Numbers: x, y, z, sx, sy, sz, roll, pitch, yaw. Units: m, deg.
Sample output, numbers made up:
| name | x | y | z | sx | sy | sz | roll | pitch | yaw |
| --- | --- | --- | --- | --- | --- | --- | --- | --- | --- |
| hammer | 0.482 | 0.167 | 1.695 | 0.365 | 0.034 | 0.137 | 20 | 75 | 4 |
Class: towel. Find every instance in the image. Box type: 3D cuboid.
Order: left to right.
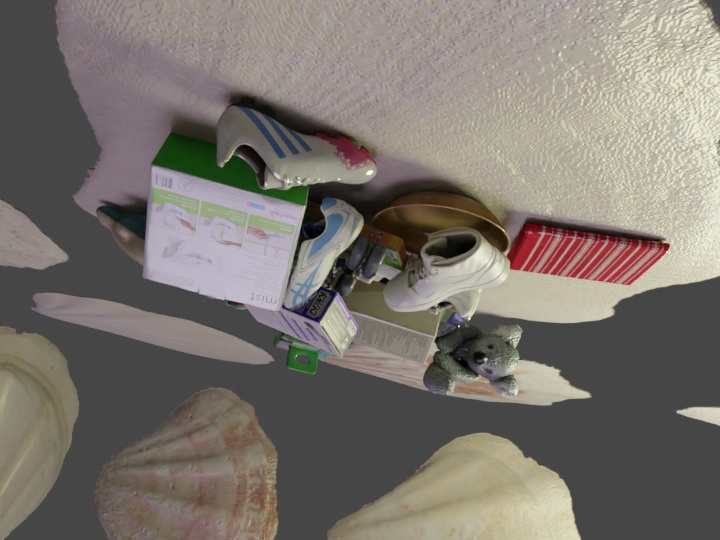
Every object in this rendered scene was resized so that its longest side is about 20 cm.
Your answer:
| name | x | y | z | sx | sy | sz | roll | pitch | yaw |
| --- | --- | --- | --- | --- | --- | --- | --- | --- | --- |
| towel | 0.317 | -0.023 | 0.887 | 0.193 | 0.023 | 0.145 | 8 | 160 | 5 |

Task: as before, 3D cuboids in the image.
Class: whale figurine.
| name | x | y | z | sx | sy | sz | roll | pitch | yaw |
| --- | --- | --- | --- | --- | --- | --- | --- | --- | --- |
| whale figurine | -0.387 | -0.069 | 1.121 | 0.197 | 0.105 | 0.159 | 32 | 171 | 21 |

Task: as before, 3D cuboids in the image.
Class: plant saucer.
| name | x | y | z | sx | sy | sz | roll | pitch | yaw |
| --- | --- | --- | --- | --- | --- | --- | --- | --- | --- |
| plant saucer | 0.114 | -0.064 | 0.865 | 0.194 | 0.037 | 0.201 | 12 | 163 | 3 |

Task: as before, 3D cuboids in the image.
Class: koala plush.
| name | x | y | z | sx | sy | sz | roll | pitch | yaw |
| --- | --- | --- | --- | --- | --- | --- | --- | --- | --- |
| koala plush | 0.262 | 0.187 | 1.360 | 0.195 | 0.184 | 0.182 | -1 | 171 | 33 |

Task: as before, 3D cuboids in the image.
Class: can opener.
| name | x | y | z | sx | sy | sz | roll | pitch | yaw |
| --- | --- | --- | --- | --- | --- | --- | --- | --- | --- |
| can opener | 0.000 | 0.000 | 0.919 | 0.051 | 0.068 | 0.200 | 26 | 165 | -1 |

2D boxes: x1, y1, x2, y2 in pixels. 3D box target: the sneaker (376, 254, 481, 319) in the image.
| name | x | y | z | sx | sy | sz | roll | pitch | yaw |
| --- | --- | --- | --- | --- | --- | --- | --- | --- | --- |
| sneaker | 0.097 | 0.021 | 0.970 | 0.195 | 0.084 | 0.075 | 13 | 180 | 28 |

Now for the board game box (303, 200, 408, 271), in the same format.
| name | x | y | z | sx | sy | sz | roll | pitch | yaw |
| --- | --- | --- | --- | --- | --- | --- | --- | --- | --- |
| board game box | -0.024 | -0.058 | 0.924 | 0.195 | 0.031 | 0.096 | 21 | 168 | 15 |

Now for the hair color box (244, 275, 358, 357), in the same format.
| name | x | y | z | sx | sy | sz | roll | pitch | yaw |
| --- | --- | --- | --- | --- | --- | --- | --- | --- | --- |
| hair color box | -0.109 | 0.062 | 1.017 | 0.196 | 0.066 | 0.110 | 20 | 154 | 33 |

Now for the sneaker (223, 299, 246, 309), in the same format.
| name | x | y | z | sx | sy | sz | roll | pitch | yaw |
| --- | --- | --- | --- | --- | --- | --- | --- | --- | --- |
| sneaker | -0.221 | 0.010 | 1.134 | 0.082 | 0.124 | 0.200 | -23 | 175 | -5 |

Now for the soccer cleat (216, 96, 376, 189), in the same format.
| name | x | y | z | sx | sy | sz | roll | pitch | yaw |
| --- | --- | --- | --- | --- | --- | --- | --- | --- | --- |
| soccer cleat | -0.075 | -0.123 | 0.717 | 0.195 | 0.089 | 0.070 | 18 | 162 | -20 |

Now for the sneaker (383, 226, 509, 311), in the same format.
| name | x | y | z | sx | sy | sz | roll | pitch | yaw |
| --- | --- | --- | --- | --- | --- | --- | --- | --- | --- |
| sneaker | 0.096 | -0.006 | 0.861 | 0.196 | 0.076 | 0.115 | -20 | 147 | 28 |

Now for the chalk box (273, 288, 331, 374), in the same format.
| name | x | y | z | sx | sy | sz | roll | pitch | yaw |
| --- | --- | --- | --- | --- | --- | --- | --- | --- | --- |
| chalk box | -0.105 | 0.106 | 1.260 | 0.121 | 0.206 | 0.124 | 15 | 163 | -12 |

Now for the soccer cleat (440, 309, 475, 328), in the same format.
| name | x | y | z | sx | sy | sz | roll | pitch | yaw |
| --- | --- | --- | --- | --- | --- | --- | --- | --- | --- |
| soccer cleat | 0.154 | 0.074 | 1.266 | 0.084 | 0.065 | 0.198 | 51 | 153 | -17 |

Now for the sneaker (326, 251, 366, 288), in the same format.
| name | x | y | z | sx | sy | sz | roll | pitch | yaw |
| --- | --- | --- | --- | --- | --- | --- | --- | --- | --- |
| sneaker | -0.066 | 0.013 | 1.143 | 0.194 | 0.087 | 0.075 | 5 | 162 | 19 |

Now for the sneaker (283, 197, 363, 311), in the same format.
| name | x | y | z | sx | sy | sz | roll | pitch | yaw |
| --- | --- | --- | --- | --- | --- | --- | --- | --- | --- |
| sneaker | -0.066 | -0.022 | 0.872 | 0.071 | 0.073 | 0.201 | 32 | 126 | -6 |

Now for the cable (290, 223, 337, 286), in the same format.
| name | x | y | z | sx | sy | sz | roll | pitch | yaw |
| --- | --- | --- | --- | --- | --- | --- | --- | --- | --- |
| cable | -0.130 | -0.040 | 1.001 | 0.195 | 0.071 | 0.200 | 23 | 169 | 2 |

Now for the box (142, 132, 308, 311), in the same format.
| name | x | y | z | sx | sy | sz | roll | pitch | yaw |
| --- | --- | --- | --- | --- | --- | --- | --- | --- | --- |
| box | -0.179 | -0.059 | 0.825 | 0.194 | 0.098 | 0.180 | 13 | 126 | -7 |

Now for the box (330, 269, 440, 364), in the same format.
| name | x | y | z | sx | sy | sz | roll | pitch | yaw |
| --- | --- | --- | --- | --- | --- | --- | --- | --- | --- |
| box | 0.037 | 0.083 | 1.083 | 0.194 | 0.079 | 0.096 | 18 | 139 | 3 |

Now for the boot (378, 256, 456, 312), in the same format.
| name | x | y | z | sx | sy | sz | roll | pitch | yaw |
| --- | --- | --- | --- | --- | --- | --- | --- | --- | --- |
| boot | 0.111 | 0.007 | 1.086 | 0.194 | 0.074 | 0.168 | 10 | 149 | 18 |
